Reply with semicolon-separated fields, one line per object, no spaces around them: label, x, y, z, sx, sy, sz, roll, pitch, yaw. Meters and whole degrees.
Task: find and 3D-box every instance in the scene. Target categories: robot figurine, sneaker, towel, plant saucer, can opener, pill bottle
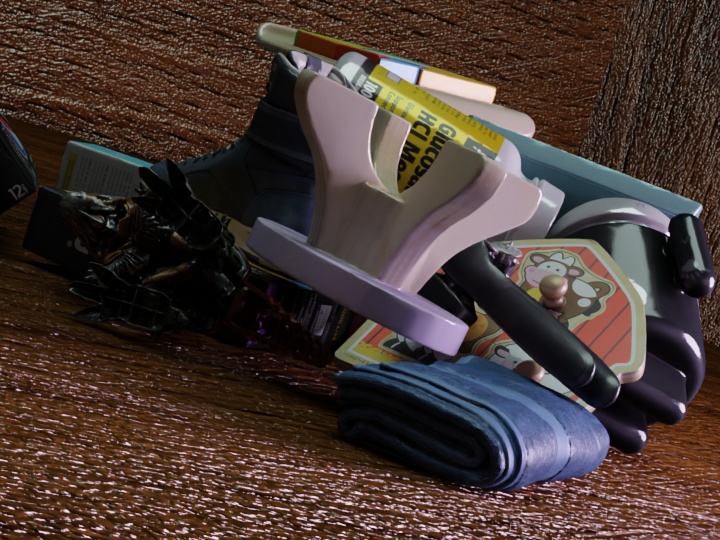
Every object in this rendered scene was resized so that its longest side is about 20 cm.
robot figurine;0.194;0.038;1.264;0.149;0.125;0.201;-10;42;12
sneaker;-0.076;-0.091;1.220;0.076;0.148;0.202;9;10;-44
towel;0.069;0.084;0.956;0.111;0.049;0.200;21;4;23
plant saucer;0.166;-0.057;1.341;0.198;0.070;0.019;21;40;0
can opener;0.102;0.033;1.088;0.063;0.079;0.200;26;8;-40
pill bottle;0.049;-0.071;1.285;0.199;0.113;0.112;29;4;0

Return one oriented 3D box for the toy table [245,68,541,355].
toy table;0.015;-0.035;1.044;0.183;0.118;0.200;24;4;-40

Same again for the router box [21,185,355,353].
router box;-0.118;0.001;1.205;0.199;0.052;0.149;22;5;24

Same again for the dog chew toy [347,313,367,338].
dog chew toy;0.000;0.000;1.366;0.123;0.126;0.200;18;12;-1

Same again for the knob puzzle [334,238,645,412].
knob puzzle;0.108;0.028;1.165;0.217;0.031;0.221;-5;37;3

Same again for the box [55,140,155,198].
box;-0.149;-0.035;1.346;0.198;0.083;0.049;20;7;15

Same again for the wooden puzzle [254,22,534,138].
wooden puzzle;0.030;-0.169;1.454;0.184;0.038;0.200;9;16;-38

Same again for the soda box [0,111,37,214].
soda box;-0.281;-0.075;1.242;0.064;0.070;0.200;57;-5;-13

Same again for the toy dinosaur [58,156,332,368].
toy dinosaur;-0.104;-0.003;1.046;0.198;0.103;0.136;8;-9;15
